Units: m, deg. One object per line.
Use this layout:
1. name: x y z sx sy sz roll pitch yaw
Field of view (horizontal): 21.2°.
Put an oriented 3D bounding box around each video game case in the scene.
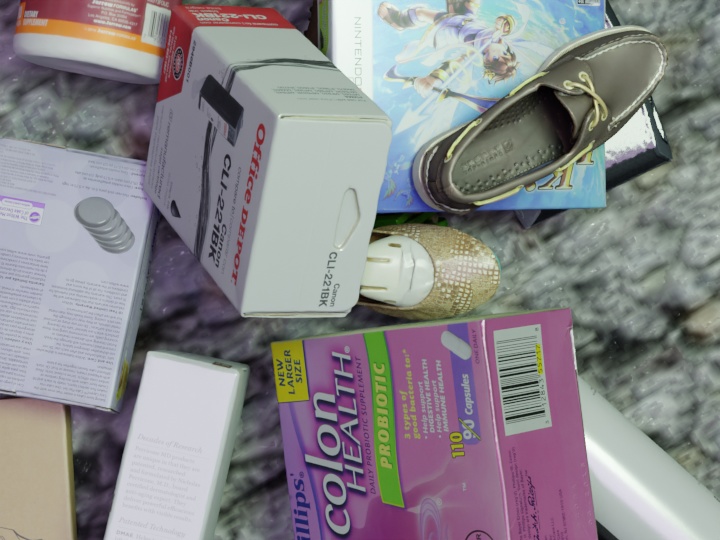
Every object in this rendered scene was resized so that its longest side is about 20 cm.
1. video game case: 0.071 -0.131 1.326 0.200 0.045 0.182 -2 95 -14

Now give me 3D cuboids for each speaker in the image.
1. speaker: 0.178 0.146 1.370 0.200 0.081 0.081 42 90 2

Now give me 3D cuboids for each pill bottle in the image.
1. pill bottle: -0.177 -0.241 1.376 0.114 0.114 0.200 10 89 2

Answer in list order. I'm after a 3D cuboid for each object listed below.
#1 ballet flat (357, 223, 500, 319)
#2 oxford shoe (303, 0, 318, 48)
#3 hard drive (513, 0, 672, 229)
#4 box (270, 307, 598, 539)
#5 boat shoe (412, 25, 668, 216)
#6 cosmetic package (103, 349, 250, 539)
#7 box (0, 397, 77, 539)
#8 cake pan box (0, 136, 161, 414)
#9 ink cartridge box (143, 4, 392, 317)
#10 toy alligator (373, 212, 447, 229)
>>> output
1. ballet flat: 0.000 0.000 1.346 0.200 0.065 0.071 3 98 33
2. oxford shoe: -0.010 -0.164 1.394 0.073 0.084 0.200 27 100 -41
3. hard drive: 0.132 -0.146 1.398 0.135 0.042 0.200 -25 88 2
4. box: 0.048 0.123 1.317 0.200 0.097 0.176 -7 89 44
5. boat shoe: 0.129 -0.102 1.288 0.200 0.060 0.072 -30 102 -12
6. cosmetic package: -0.136 0.159 1.373 0.074 0.102 0.200 11 88 1
7. box: -0.289 0.195 1.416 0.163 0.021 0.200 -3 88 1
8. cake pan box: -0.254 -0.002 1.396 0.200 0.052 0.184 9 80 2
9. ink cartridge box: -0.067 -0.076 1.288 0.084 0.200 0.144 -2 117 -28
10. toy alligator: 0.026 -0.067 1.380 0.054 0.059 0.200 -34 113 -38
